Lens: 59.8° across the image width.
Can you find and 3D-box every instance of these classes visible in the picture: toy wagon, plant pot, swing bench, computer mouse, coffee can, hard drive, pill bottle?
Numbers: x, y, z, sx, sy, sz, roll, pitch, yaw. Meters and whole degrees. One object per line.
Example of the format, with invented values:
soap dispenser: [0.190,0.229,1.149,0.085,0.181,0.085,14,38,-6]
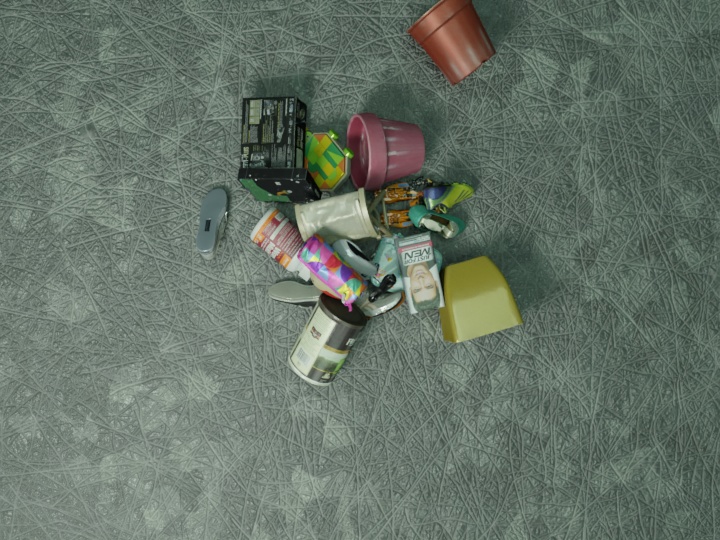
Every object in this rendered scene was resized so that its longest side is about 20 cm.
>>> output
toy wagon: [-0.112,-0.312,1.723,0.155,0.039,0.201,-45,75,22]
plant pot: [0.071,-0.326,1.699,0.174,0.199,0.206,-9,92,-18]
swing bench: [-0.039,-0.130,1.652,0.194,0.199,0.134,-10,91,21]
computer mouse: [0.000,0.000,1.621,0.199,0.044,0.109,40,129,-20]
coffee can: [-0.090,0.183,1.684,0.144,0.147,0.203,29,109,-3]
plant pot: [0.307,0.072,1.716,0.189,0.196,0.206,-15,86,-3]
hard drive: [-0.214,-0.227,1.675,0.194,0.140,0.039,2,70,16]
plant pot: [0.257,-0.629,1.703,0.199,0.201,0.197,-38,101,-2]
pill bottle: [-0.196,-0.069,1.719,0.199,0.110,0.110,40,89,-3]

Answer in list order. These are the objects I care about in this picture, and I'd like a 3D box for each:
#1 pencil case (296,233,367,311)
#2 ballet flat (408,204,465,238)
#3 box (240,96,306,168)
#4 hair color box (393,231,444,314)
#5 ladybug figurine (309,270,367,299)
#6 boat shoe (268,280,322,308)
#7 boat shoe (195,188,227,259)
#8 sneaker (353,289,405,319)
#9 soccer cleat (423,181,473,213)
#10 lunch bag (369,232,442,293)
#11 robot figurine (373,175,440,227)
pencil case: [-0.070,0.001,1.556,0.200,0.088,0.089,44,89,-6]
ballet flat: [0.218,-0.122,1.726,0.196,0.071,0.068,16,123,-30]
box: [-0.236,-0.358,1.701,0.159,0.086,0.207,2,91,16]
hair color box: [0.158,0.005,1.687,0.096,0.061,0.206,-12,92,-3]
ladybug figurine: [-0.062,0.019,1.673,0.071,0.197,0.139,-32,53,35]
boat shoe: [-0.158,0.073,1.748,0.194,0.061,0.075,-2,48,-4]
boat shoe: [-0.402,-0.122,1.728,0.072,0.087,0.207,2,63,2]
sneaker: [0.029,0.083,1.725,0.196,0.075,0.094,-23,83,25]
soccer cleat: [0.242,-0.201,1.728,0.197,0.064,0.086,-8,98,-44]
lunch bag: [0.123,-0.013,1.753,0.195,0.077,0.165,19,90,-4]
robot figurine: [0.140,-0.185,1.760,0.194,0.058,0.150,-8,94,-3]
